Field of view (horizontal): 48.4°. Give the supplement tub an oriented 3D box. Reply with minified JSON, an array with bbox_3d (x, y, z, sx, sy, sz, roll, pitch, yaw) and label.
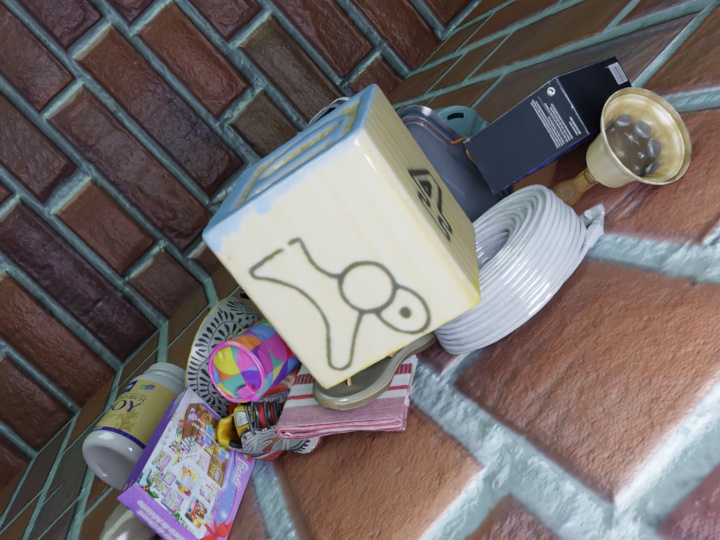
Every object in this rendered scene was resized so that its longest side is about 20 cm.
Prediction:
[{"bbox_3d":[-0.378,0.276,1.419,0.145,0.145,0.200,-33,18,40],"label":"supplement tub"}]

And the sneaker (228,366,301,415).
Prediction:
[{"bbox_3d":[-0.132,0.186,1.124,0.200,0.077,0.085,-33,23,42],"label":"sneaker"}]

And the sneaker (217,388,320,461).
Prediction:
[{"bbox_3d":[-0.110,0.190,0.985,0.200,0.082,0.078,-36,47,44],"label":"sneaker"}]

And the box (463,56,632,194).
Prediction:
[{"bbox_3d":[0.237,-0.178,0.971,0.141,0.079,0.200,-30,0,41],"label":"box"}]

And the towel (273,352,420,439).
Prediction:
[{"bbox_3d":[-0.006,0.120,0.914,0.143,0.023,0.200,-7,26,15],"label":"towel"}]

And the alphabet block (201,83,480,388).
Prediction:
[{"bbox_3d":[-0.011,-0.039,0.816,0.195,0.200,0.197,-29,20,20],"label":"alphabet block"}]

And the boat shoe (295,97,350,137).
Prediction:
[{"bbox_3d":[-0.073,-0.162,1.148,0.200,0.072,0.068,-46,-5,30],"label":"boat shoe"}]

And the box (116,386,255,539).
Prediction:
[{"bbox_3d":[-0.209,0.255,1.007,0.039,0.137,0.200,-38,15,21],"label":"box"}]

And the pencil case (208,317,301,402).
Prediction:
[{"bbox_3d":[-0.105,0.098,1.014,0.088,0.089,0.200,-36,-5,32],"label":"pencil case"}]

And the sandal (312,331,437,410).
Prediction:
[{"bbox_3d":[0.017,0.084,0.884,0.080,0.054,0.200,10,34,43],"label":"sandal"}]

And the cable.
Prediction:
[{"bbox_3d":[0.147,-0.002,0.858,0.200,0.069,0.200,-52,16,-27],"label":"cable"}]

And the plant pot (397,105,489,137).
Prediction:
[{"bbox_3d":[0.101,-0.165,1.249,0.201,0.200,0.196,-51,23,-23],"label":"plant pot"}]

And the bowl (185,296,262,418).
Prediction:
[{"bbox_3d":[-0.183,0.149,1.260,0.094,0.202,0.201,11,41,17],"label":"bowl"}]

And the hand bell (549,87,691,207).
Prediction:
[{"bbox_3d":[0.248,-0.102,0.868,0.104,0.104,0.200,-51,4,-26],"label":"hand bell"}]

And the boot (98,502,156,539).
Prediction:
[{"bbox_3d":[-0.285,0.334,1.147,0.146,0.070,0.200,-31,20,39],"label":"boot"}]

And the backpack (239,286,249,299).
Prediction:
[{"bbox_3d":[-0.039,0.010,1.175,0.183,0.147,0.200,-35,-2,31],"label":"backpack"}]

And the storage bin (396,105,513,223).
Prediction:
[{"bbox_3d":[0.099,-0.095,1.048,0.145,0.200,0.135,-31,30,44],"label":"storage bin"}]
